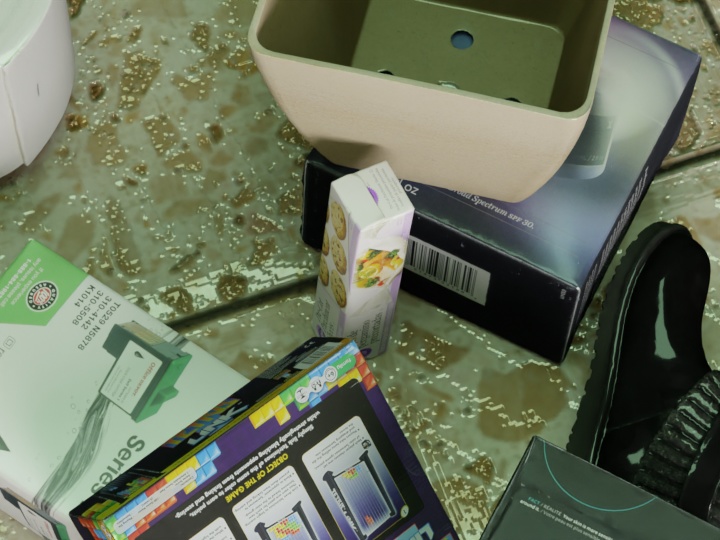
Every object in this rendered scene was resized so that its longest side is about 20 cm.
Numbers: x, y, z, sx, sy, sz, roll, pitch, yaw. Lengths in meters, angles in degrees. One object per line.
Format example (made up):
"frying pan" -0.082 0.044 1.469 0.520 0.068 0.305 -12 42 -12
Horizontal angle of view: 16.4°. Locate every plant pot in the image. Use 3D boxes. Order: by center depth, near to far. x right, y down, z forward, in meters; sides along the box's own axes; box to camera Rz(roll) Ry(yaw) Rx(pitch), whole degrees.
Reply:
"plant pot" 0.055 -0.150 1.522 0.199 0.177 0.200 12 63 7

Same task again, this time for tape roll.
"tape roll" -0.293 -0.167 1.651 0.202 0.139 0.203 0 65 -1

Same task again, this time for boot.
"boot" 0.229 0.075 1.584 0.158 0.079 0.211 7 72 30

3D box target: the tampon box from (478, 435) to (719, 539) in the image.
"tampon box" 0.132 0.216 1.472 0.150 0.200 0.126 26 67 11

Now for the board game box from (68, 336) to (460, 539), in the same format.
"board game box" -0.052 0.161 1.514 0.200 0.057 0.166 -34 108 -26

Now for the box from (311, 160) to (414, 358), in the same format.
"box" 0.000 0.000 1.571 0.039 0.200 0.041 -22 68 -15

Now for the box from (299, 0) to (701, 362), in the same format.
"box" 0.091 -0.082 1.658 0.200 0.123 0.199 25 65 9

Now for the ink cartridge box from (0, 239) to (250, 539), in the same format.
"ink cartridge box" -0.167 0.098 1.582 0.200 0.084 0.146 32 68 12
